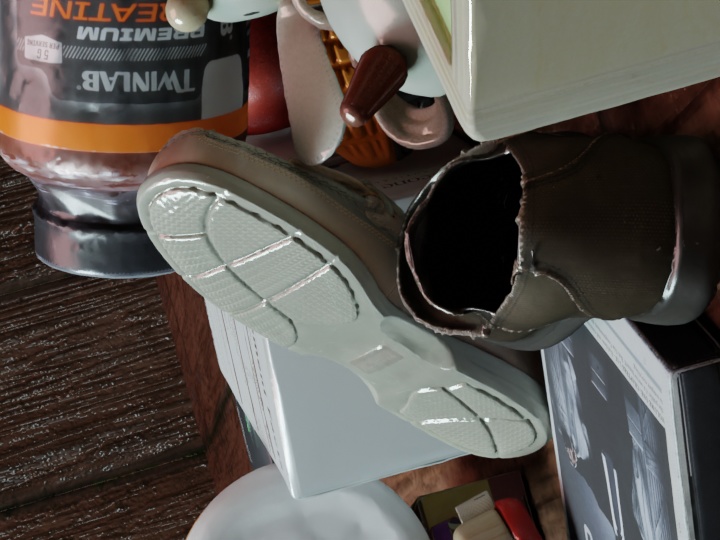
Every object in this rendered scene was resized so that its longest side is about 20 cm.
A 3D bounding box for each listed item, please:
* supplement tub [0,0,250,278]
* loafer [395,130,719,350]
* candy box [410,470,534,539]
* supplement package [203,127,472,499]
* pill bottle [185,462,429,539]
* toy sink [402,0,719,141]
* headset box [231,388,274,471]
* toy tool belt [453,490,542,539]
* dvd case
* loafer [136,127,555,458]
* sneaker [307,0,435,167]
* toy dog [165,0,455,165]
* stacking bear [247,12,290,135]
[{"bbox_3d":[-0.095,-0.102,0.885,0.107,0.106,0.201,-129,39,-68],"label":"supplement tub"},{"bbox_3d":[0.045,-0.015,0.712,0.200,0.071,0.074,162,111,-71],"label":"loafer"},{"bbox_3d":[0.055,0.175,1.098,0.200,0.056,0.117,113,142,-73],"label":"candy box"},{"bbox_3d":[-0.004,0.004,0.980,0.200,0.116,0.118,-136,34,-71],"label":"supplement package"},{"bbox_3d":[-0.029,0.151,1.030,0.200,0.116,0.117,119,135,-80],"label":"pill bottle"},{"bbox_3d":[0.045,-0.148,0.464,0.201,0.111,0.131,88,164,-54],"label":"toy sink"},{"bbox_3d":[-0.030,0.019,1.190,0.200,0.092,0.175,147,109,-83],"label":"headset box"},{"bbox_3d":[0.047,0.200,0.882,0.201,0.122,0.125,65,176,-20],"label":"toy tool belt"},{"bbox_3d":[0.101,0.085,0.782,0.150,0.025,0.201,-122,20,-62],"label":"dvd case"},{"bbox_3d":[0.000,0.000,0.834,0.072,0.200,0.063,-20,44,43],"label":"loafer"},{"bbox_3d":[-0.003,-0.142,0.924,0.092,0.075,0.202,145,117,-88],"label":"sneaker"},{"bbox_3d":[-0.010,-0.082,0.746,0.132,0.096,0.200,49,156,-9],"label":"toy dog"},{"bbox_3d":[-0.063,-0.159,1.005,0.114,0.121,0.201,177,77,-76],"label":"stacking bear"}]
